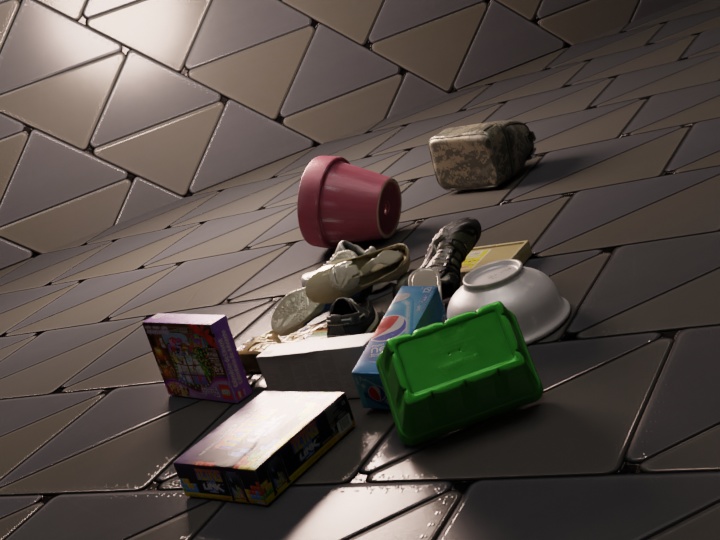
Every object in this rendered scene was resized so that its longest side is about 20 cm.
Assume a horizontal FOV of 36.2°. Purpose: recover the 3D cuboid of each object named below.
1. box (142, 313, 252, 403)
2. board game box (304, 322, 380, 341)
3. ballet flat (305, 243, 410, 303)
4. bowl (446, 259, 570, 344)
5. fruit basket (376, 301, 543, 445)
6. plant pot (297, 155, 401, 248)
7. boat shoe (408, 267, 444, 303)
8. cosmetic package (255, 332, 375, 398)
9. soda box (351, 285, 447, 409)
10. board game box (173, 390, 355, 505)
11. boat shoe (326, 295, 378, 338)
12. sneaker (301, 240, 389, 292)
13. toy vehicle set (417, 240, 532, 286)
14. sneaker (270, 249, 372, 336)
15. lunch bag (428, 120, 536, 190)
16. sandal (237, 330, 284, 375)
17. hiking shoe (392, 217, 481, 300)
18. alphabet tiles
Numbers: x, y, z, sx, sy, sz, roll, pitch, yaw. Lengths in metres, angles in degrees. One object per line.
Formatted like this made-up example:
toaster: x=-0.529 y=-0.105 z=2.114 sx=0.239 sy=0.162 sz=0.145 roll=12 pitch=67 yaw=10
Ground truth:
box: x=-0.271 y=0.142 z=1.814 sx=0.198 sy=0.139 sz=0.039 roll=-1 pitch=22 yaw=47
board game box: x=-0.008 y=0.117 z=1.796 sx=0.197 sy=0.024 sz=0.105 roll=-8 pitch=18 yaw=29
ballet flat: x=0.000 y=0.000 z=1.864 sx=0.197 sy=0.071 sz=0.069 roll=-20 pitch=15 yaw=-24
bowl: x=0.212 y=0.044 z=1.673 sx=0.198 sy=0.092 sz=0.201 roll=-18 pitch=17 yaw=6
fruit basket: x=0.127 y=0.135 z=1.459 sx=0.212 sy=0.157 sz=0.217 roll=-15 pitch=-27 yaw=-8
plant pot: x=-0.015 y=-0.141 z=2.379 sx=0.176 sy=0.203 sz=0.200 roll=8 pitch=27 yaw=25
boat shoe: x=0.100 y=0.078 z=1.735 sx=0.073 sy=0.061 sz=0.201 roll=-8 pitch=36 yaw=8
cosmetic package: x=-0.056 y=0.148 z=1.655 sx=0.197 sy=0.084 sz=0.051 roll=-8 pitch=17 yaw=32
soda box: x=0.059 y=0.108 z=1.592 sx=0.063 sy=0.069 sz=0.201 roll=0 pitch=36 yaw=28
board game box: x=-0.129 y=0.235 z=1.502 sx=0.163 sy=0.058 sz=0.199 roll=-4 pitch=22 yaw=39
boat shoe: x=-0.016 y=0.072 z=1.791 sx=0.071 sy=0.069 sz=0.200 roll=-13 pitch=13 yaw=14
sneaker: x=-0.034 y=-0.009 z=2.096 sx=0.197 sy=0.101 sz=0.078 roll=-9 pitch=19 yaw=31
toy vehicle set: x=0.194 y=-0.007 z=1.965 sx=0.198 sy=0.027 sz=0.124 roll=-7 pitch=21 yaw=36
sneaker: x=-0.060 y=0.061 z=1.958 sx=0.200 sy=0.111 sz=0.077 roll=-43 pitch=49 yaw=2
lunch bag: x=0.281 y=-0.273 z=2.518 sx=0.198 sy=0.141 sz=0.167 roll=-2 pitch=24 yaw=44
sandal: x=-0.162 y=0.130 z=1.807 sx=0.210 sy=0.078 sz=0.070 roll=-8 pitch=50 yaw=45
hiking shoe: x=0.149 y=0.001 z=1.875 sx=0.200 sy=0.076 sz=0.100 roll=-49 pitch=40 yaw=-5
alphabet tiles: x=-0.147 y=0.136 z=1.929 sx=0.198 sy=0.006 sz=0.166 roll=-7 pitch=20 yaw=37
